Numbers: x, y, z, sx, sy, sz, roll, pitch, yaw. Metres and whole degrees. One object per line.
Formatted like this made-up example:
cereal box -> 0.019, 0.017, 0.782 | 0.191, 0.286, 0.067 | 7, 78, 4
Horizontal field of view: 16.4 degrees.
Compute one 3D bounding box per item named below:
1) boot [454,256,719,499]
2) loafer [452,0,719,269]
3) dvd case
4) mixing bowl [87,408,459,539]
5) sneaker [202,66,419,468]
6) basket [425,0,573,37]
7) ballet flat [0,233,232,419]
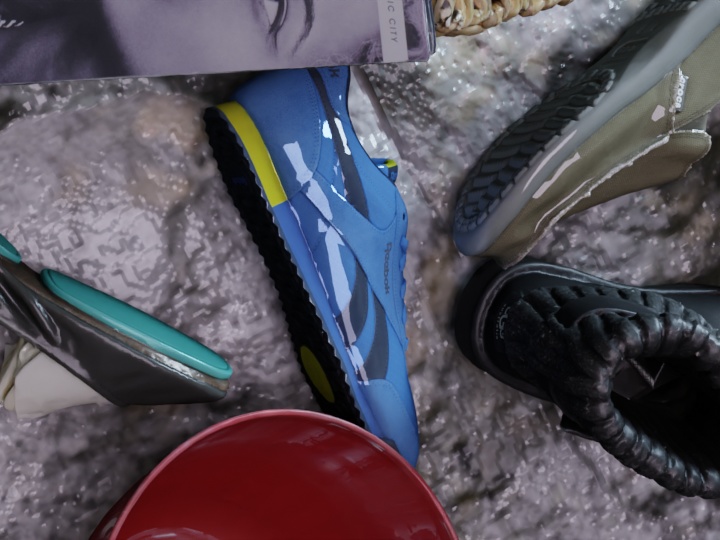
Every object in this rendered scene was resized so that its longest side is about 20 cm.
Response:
boot -> 0.158, 0.054, 1.136 | 0.210, 0.158, 0.080 | 9, 97, -26
loafer -> 0.128, -0.064, 1.154 | 0.200, 0.075, 0.070 | -41, 104, -10
dvd case -> -0.071, -0.156, 1.035 | 0.199, 0.016, 0.149 | -2, 102, 20
mixing bowl -> -0.058, 0.164, 1.088 | 0.200, 0.108, 0.201 | 6, 80, -35
sneaker -> 0.000, 0.000, 1.123 | 0.078, 0.066, 0.201 | -26, 105, -18
basket -> 0.006, -0.205, 1.098 | 0.143, 0.149, 0.201 | -22, 107, -50
ballet flat -> -0.153, 0.017, 1.076 | 0.200, 0.068, 0.069 | 34, 96, -10
